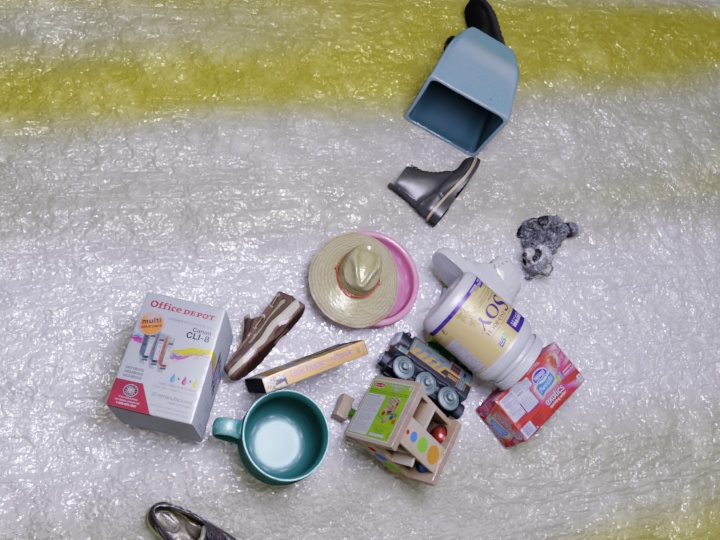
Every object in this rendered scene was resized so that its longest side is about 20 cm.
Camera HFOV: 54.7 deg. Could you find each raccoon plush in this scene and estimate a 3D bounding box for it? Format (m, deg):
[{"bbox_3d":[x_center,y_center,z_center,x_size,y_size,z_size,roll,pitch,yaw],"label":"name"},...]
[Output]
[{"bbox_3d":[0.438,-0.047,1.557,0.197,0.097,0.136,-2,77,-19],"label":"raccoon plush"}]

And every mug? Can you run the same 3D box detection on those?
[{"bbox_3d":[-0.150,0.284,1.213,0.185,0.115,0.152,42,63,2],"label":"mug"}]

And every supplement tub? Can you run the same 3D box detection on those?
[{"bbox_3d":[0.235,0.117,1.338,0.199,0.146,0.146,40,63,2],"label":"supplement tub"}]

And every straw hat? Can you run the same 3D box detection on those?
[{"bbox_3d":[0.000,0.000,1.336,0.198,0.085,0.204,7,67,-16],"label":"straw hat"}]

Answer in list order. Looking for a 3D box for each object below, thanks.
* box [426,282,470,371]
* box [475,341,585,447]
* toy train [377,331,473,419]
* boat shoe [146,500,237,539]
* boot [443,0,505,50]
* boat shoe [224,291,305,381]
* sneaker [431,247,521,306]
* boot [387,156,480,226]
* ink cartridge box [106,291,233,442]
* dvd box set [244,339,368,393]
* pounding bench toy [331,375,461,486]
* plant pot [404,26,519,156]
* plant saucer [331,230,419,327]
[{"bbox_3d":[0.213,0.102,1.444,0.116,0.048,0.202,23,65,-8],"label":"box"},{"bbox_3d":[0.341,0.249,1.398,0.199,0.096,0.100,-37,84,-27],"label":"box"},{"bbox_3d":[0.127,0.204,1.359,0.199,0.085,0.115,35,53,-3],"label":"toy train"},{"bbox_3d":[-0.264,0.445,1.137,0.198,0.065,0.074,29,66,-2],"label":"boat shoe"},{"bbox_3d":[0.266,-0.576,1.715,0.156,0.079,0.214,-14,74,-23],"label":"boot"},{"bbox_3d":[-0.192,0.117,1.297,0.074,0.075,0.202,36,54,11],"label":"boat shoe"},{"bbox_3d":[0.243,0.001,1.436,0.200,0.074,0.116,42,59,-7],"label":"sneaker"},{"bbox_3d":[0.167,-0.212,1.543,0.138,0.078,0.200,37,61,5],"label":"boot"},{"bbox_3d":[-0.314,0.163,1.180,0.143,0.145,0.203,12,64,0],"label":"ink cartridge box"},{"bbox_3d":[-0.100,0.174,1.255,0.198,0.146,0.030,-18,88,-23],"label":"dvd box set"},{"bbox_3d":[0.059,0.292,1.282,0.156,0.198,0.125,47,60,-31],"label":"pounding bench toy"},{"bbox_3d":[0.244,-0.418,1.566,0.194,0.196,0.202,27,70,-6],"label":"plant pot"},{"bbox_3d":[0.020,0.021,1.411,0.197,0.051,0.203,7,66,-15],"label":"plant saucer"}]
